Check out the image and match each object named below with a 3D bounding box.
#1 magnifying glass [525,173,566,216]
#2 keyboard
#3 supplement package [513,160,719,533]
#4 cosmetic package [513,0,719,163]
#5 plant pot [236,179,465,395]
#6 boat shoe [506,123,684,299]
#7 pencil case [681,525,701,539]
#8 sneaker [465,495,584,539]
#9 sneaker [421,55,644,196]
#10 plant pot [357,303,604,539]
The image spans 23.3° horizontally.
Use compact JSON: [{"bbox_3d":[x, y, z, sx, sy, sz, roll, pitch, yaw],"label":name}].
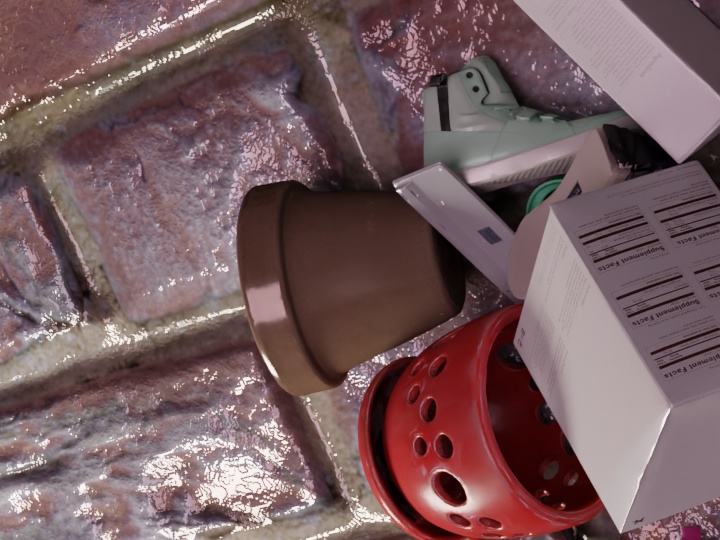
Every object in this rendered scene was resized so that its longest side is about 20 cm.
[{"bbox_3d":[0.236,-0.025,1.537,0.198,0.022,0.080,22,119,22],"label":"magnifying glass"},{"bbox_3d":[0.109,-0.030,1.553,0.056,0.011,0.200,-25,131,31],"label":"keyboard"},{"bbox_3d":[0.241,0.061,1.401,0.192,0.146,0.201,98,150,-53],"label":"supplement package"},{"bbox_3d":[0.229,-0.190,1.427,0.200,0.101,0.074,48,127,8],"label":"cosmetic package"},{"bbox_3d":[0.000,0.000,1.611,0.173,0.200,0.202,-14,102,16],"label":"plant pot"},{"bbox_3d":[0.206,-0.041,1.494,0.200,0.092,0.075,-56,39,46],"label":"boat shoe"},{"bbox_3d":[0.292,0.342,1.617,0.088,0.088,0.202,27,119,20],"label":"pencil case"},{"bbox_3d":[0.162,0.247,1.679,0.199,0.077,0.083,27,94,19],"label":"sneaker"},{"bbox_3d":[0.143,-0.140,1.519,0.198,0.074,0.120,-13,79,18],"label":"sneaker"},{"bbox_3d":[0.110,0.151,1.579,0.182,0.200,0.202,-25,95,41],"label":"plant pot"}]
